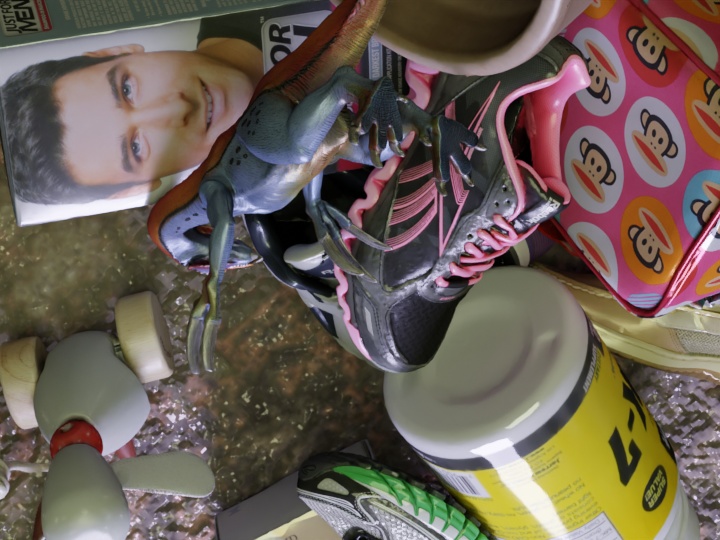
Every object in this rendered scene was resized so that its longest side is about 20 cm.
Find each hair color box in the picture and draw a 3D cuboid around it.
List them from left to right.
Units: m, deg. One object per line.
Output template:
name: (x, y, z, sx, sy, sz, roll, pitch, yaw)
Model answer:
hair color box: (-0.078, -0.093, 0.949, 0.198, 0.061, 0.100, -10, 125, -11)

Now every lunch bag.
lunch bag: (0.129, -0.078, 0.967, 0.081, 0.201, 0.177, -15, 147, -33)

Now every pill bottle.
pill bottle: (0.104, 0.099, 1.048, 0.114, 0.114, 0.200, -36, 131, 2)

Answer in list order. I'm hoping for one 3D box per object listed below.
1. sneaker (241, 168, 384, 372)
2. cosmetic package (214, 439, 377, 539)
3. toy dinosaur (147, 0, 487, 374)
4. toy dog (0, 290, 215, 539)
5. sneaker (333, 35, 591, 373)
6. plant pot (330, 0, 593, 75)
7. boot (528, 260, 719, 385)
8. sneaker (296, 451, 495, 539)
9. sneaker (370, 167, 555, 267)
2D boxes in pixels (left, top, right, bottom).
sneaker: (0.000, 0.000, 1.038, 0.079, 0.130, 0.200, -35, 103, 4)
cosmetic package: (0.005, 0.211, 1.113, 0.105, 0.071, 0.201, -28, 103, 0)
toy dinosaur: (-0.033, -0.054, 0.906, 0.105, 0.181, 0.202, 1, 88, -47)
toy dog: (-0.140, 0.100, 1.032, 0.131, 0.201, 0.097, -8, 122, 21)
sneaker: (0.054, -0.033, 0.944, 0.079, 0.095, 0.201, -7, 120, -49)
plant pot: (0.066, -0.213, 0.861, 0.174, 0.200, 0.201, -39, 105, -29)
boot: (0.193, -0.021, 1.083, 0.198, 0.073, 0.157, 15, 100, -10)
sneaker: (0.036, 0.171, 1.030, 0.200, 0.078, 0.085, 46, 75, -19)
sneaker: (0.042, -0.092, 1.067, 0.087, 0.076, 0.200, -42, 96, -26)
